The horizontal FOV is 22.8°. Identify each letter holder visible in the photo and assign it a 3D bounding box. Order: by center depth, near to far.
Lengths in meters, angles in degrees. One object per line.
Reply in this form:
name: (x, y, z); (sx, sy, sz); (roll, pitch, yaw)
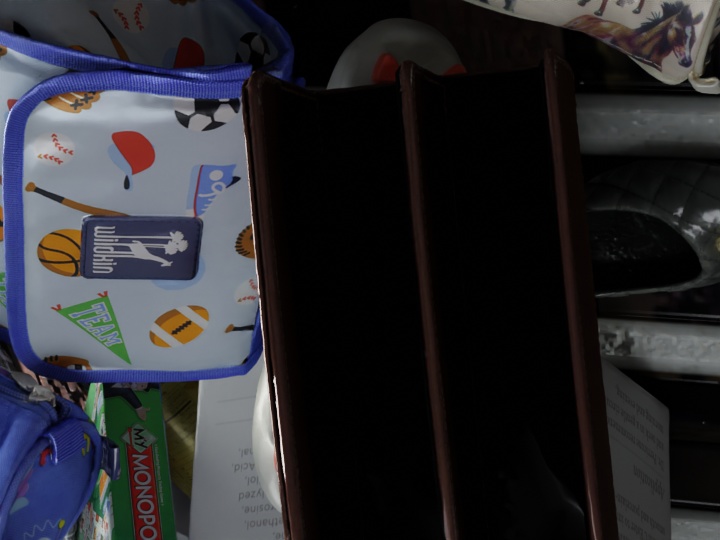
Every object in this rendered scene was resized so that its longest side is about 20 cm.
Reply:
letter holder: (0.028, 0.032, 0.590); (0.100, 0.142, 0.201); (-6, 91, 9)

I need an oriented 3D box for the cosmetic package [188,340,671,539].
cosmetic package: (0.034, 0.140, 0.771); (0.164, 0.201, 0.165); (-9, 155, 28)

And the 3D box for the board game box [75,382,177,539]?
board game box: (-0.119, 0.150, 0.832); (0.029, 0.135, 0.200); (2, 140, -17)

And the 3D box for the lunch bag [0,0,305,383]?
lunch bag: (-0.122, -0.053, 0.719); (0.199, 0.124, 0.170); (23, 136, 13)

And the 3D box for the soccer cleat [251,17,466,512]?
soccer cleat: (0.000, 0.000, 0.711); (0.069, 0.201, 0.078); (12, -178, -17)

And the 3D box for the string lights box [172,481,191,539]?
string lights box: (-0.141, 0.163, 0.992); (0.102, 0.059, 0.200); (29, 135, -8)

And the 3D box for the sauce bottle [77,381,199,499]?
sauce bottle: (-0.066, 0.088, 0.892); (0.065, 0.065, 0.200); (-21, 123, 35)

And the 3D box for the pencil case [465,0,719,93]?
pencil case: (0.045, -0.128, 0.634); (0.199, 0.078, 0.090); (18, 105, 4)

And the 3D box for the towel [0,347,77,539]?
towel: (-0.203, 0.128, 0.888); (0.085, 0.166, 0.201); (-8, 124, -28)

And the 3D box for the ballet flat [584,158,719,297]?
ballet flat: (0.090, -0.004, 0.750); (0.199, 0.057, 0.067); (-8, 129, 27)

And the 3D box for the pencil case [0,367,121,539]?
pencil case: (-0.201, 0.053, 0.741); (0.199, 0.078, 0.087); (27, 105, 15)
